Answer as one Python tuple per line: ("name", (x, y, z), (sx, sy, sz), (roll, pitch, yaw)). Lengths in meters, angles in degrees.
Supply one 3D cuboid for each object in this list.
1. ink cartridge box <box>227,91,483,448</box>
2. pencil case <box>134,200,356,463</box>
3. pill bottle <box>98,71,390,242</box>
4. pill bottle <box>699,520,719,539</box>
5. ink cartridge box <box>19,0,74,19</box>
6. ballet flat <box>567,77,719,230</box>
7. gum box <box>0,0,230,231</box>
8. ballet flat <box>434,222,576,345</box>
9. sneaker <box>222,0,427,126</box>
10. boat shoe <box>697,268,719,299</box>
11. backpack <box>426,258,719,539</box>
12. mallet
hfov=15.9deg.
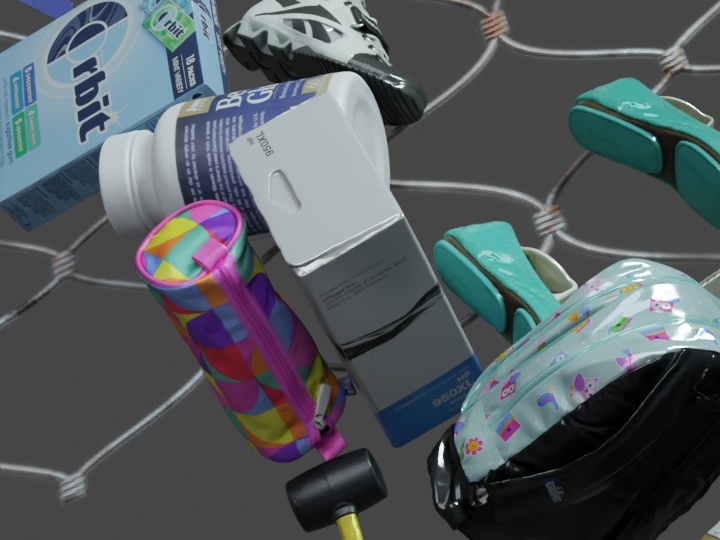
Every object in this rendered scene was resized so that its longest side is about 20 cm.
("ink cartridge box", (0.000, 0.000, 1.749), (0.084, 0.200, 0.145), (-30, 47, -1))
("pencil case", (-0.076, 0.044, 1.755), (0.088, 0.200, 0.089), (-19, 40, 17))
("pill bottle", (-0.087, -0.077, 1.914), (0.199, 0.111, 0.111), (-10, 49, 16))
("pill bottle", (0.284, 0.164, 1.543), (0.200, 0.114, 0.114), (-41, 48, -12))
("ink cartridge box", (-0.193, -0.290, 2.189), (0.197, 0.047, 0.200), (28, 65, 37))
("ballet flat", (0.236, -0.086, 1.813), (0.070, 0.067, 0.200), (-34, 47, -26))
("gum box", (-0.201, -0.146, 2.041), (0.200, 0.045, 0.170), (-28, 45, 18))
("ballet flat", (0.125, 0.031, 1.755), (0.070, 0.067, 0.200), (-22, 47, -17))
("sneaker", (-0.013, -0.178, 1.992), (0.200, 0.074, 0.089), (27, 69, 38))
("boat shoe", (0.290, -0.007, 1.646), (0.201, 0.060, 0.072), (-23, 47, 7))
("backpack", (0.152, 0.093, 1.596), (0.200, 0.167, 0.127), (-44, 43, 19))
("mallet", (-0.005, 0.208, 1.693), (0.066, 0.041, 0.200), (-18, 51, 10))
